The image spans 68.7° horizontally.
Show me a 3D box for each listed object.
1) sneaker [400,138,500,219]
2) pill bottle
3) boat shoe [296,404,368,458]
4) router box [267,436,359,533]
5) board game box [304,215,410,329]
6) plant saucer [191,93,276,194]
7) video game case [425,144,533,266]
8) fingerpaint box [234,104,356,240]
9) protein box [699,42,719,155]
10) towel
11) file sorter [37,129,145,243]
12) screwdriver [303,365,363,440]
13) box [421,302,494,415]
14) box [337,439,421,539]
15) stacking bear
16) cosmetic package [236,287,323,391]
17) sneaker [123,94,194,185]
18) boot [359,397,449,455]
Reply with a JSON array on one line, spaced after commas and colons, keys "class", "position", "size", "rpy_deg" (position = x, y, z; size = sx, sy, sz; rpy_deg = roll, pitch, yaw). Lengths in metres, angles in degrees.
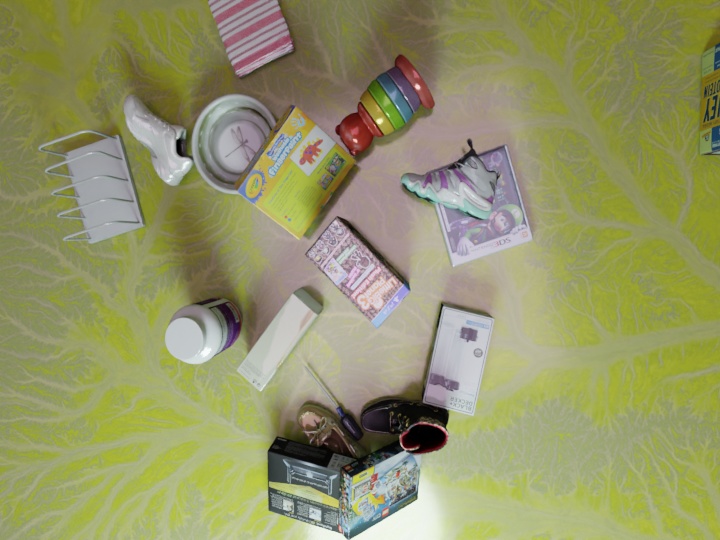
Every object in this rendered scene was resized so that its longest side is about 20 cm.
[{"class": "sneaker", "position": [0.186, -0.199, 1.056], "size": [0.193, 0.078, 0.145], "rpy_deg": [19, 93, -6]}, {"class": "pill bottle", "position": [-0.319, 0.121, 1.071], "size": [0.108, 0.200, 0.117], "rpy_deg": [0, 93, 5]}, {"class": "boat shoe", "position": [-0.058, 0.367, 1.130], "size": [0.198, 0.063, 0.074], "rpy_deg": [38, 95, 2]}, {"class": "router box", "position": [-0.099, 0.452, 1.106], "size": [0.193, 0.052, 0.163], "rpy_deg": [11, 112, 14]}, {"class": "board game box", "position": [0.000, 0.000, 1.058], "size": [0.200, 0.159, 0.097], "rpy_deg": [45, 95, 1]}, {"class": "plant saucer", "position": [-0.260, -0.265, 1.122], "size": [0.192, 0.050, 0.209], "rpy_deg": [0, 92, 5]}, {"class": "video game case", "position": [0.247, -0.134, 1.098], "size": [0.176, 0.023, 0.207], "rpy_deg": [-17, 91, 5]}, {"class": "fingerpaint box", "position": [-0.134, -0.199, 1.073], "size": [0.165, 0.073, 0.202], "rpy_deg": [35, 96, -26]}, {"class": "protein box", "position": [0.772, -0.329, 0.985], "size": [0.192, 0.135, 0.207], "rpy_deg": [0, 94, 4]}, {"class": "towel", "position": [-0.235, -0.534, 1.119], "size": [0.142, 0.030, 0.206], "rpy_deg": [-22, 89, 6]}, {"class": "file sorter", "position": [-0.572, -0.177, 1.117], "size": [0.134, 0.125, 0.207], "rpy_deg": [-15, 91, 5]}, {"class": "screwdriver", "position": [-0.058, 0.283, 1.141], "size": [0.029, 0.028, 0.203], "rpy_deg": [-32, 94, 34]}, {"class": "box", "position": [0.202, 0.184, 1.099], "size": [0.112, 0.060, 0.208], "rpy_deg": [13, 94, 4]}, {"class": "box", "position": [0.042, 0.432, 1.062], "size": [0.037, 0.195, 0.142], "rpy_deg": [19, 112, 47]}, {"class": "stacking bear", "position": [0.040, -0.323, 1.068], "size": [0.198, 0.114, 0.123], "rpy_deg": [-39, 89, 10]}, {"class": "cosmetic package", "position": [-0.166, 0.142, 1.109], "size": [0.070, 0.105, 0.202], "rpy_deg": [37, 97, 0]}, {"class": "sneaker", "position": [-0.418, -0.291, 1.119], "size": [0.098, 0.078, 0.203], "rpy_deg": [-30, 99, 14]}, {"class": "boot", "position": [0.090, 0.316, 1.070], "size": [0.192, 0.151, 0.076], "rpy_deg": [-1, 93, 5]}]
